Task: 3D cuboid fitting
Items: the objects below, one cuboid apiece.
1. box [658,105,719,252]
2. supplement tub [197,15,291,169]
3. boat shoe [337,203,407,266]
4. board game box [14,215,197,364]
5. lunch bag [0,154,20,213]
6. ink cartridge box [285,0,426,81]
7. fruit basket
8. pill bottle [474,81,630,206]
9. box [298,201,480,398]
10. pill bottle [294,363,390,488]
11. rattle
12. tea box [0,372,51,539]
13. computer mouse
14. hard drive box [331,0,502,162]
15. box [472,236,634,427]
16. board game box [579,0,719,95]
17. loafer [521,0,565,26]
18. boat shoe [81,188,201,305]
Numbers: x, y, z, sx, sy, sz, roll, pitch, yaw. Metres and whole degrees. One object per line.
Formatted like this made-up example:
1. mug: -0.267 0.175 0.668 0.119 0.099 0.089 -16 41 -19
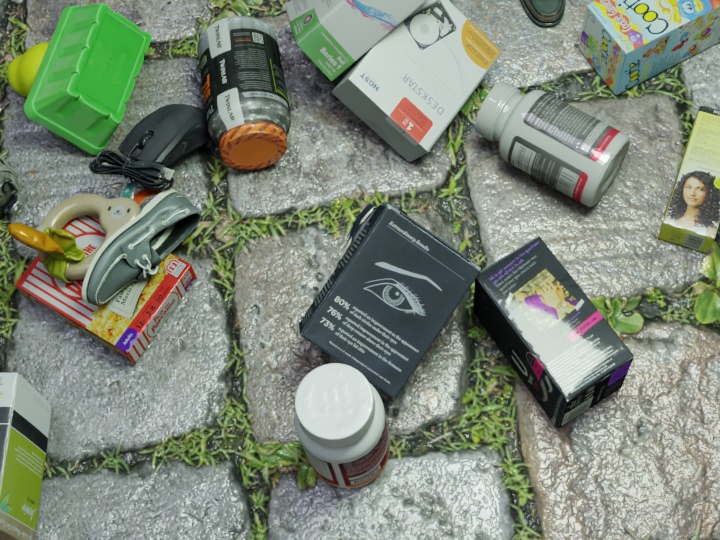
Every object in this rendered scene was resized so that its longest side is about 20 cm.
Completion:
1. box: 0.476 -0.128 1.496 0.075 0.050 0.201 17 67 12
2. supplement tub: -0.167 -0.256 1.569 0.122 0.123 0.201 -11 64 0
3. boat shoe: 0.000 0.000 1.473 0.074 0.093 0.201 30 94 -17
4. board game box: -0.352 0.016 1.500 0.199 0.046 0.152 27 70 16
5. lunch bag: -0.601 -0.147 1.546 0.167 0.140 0.200 -35 68 -11
6. ink cartridge box: -0.001 -0.383 1.518 0.200 0.084 0.145 -38 32 14
7. fruit basket: -0.429 -0.287 1.619 0.215 0.155 0.217 -32 42 35
8. pill bottle: 0.263 -0.182 1.505 0.199 0.111 0.111 32 71 17
9. box: 0.034 0.035 1.373 0.148 0.104 0.200 35 91 -6
10. pill bottle: -0.022 0.188 1.308 0.109 0.200 0.110 -2 65 4
11. rattle: -0.361 -0.087 1.452 0.199 0.143 0.130 -32 47 -4
12. tea box: -0.516 0.242 1.362 0.199 0.134 0.198 -1 64 5
13. computer mouse: -0.281 -0.190 1.541 0.138 0.053 0.200 15 39 23
14. hard drive box: 0.082 -0.284 1.552 0.156 0.077 0.200 40 72 -12
15. box: 0.240 0.079 1.379 0.106 0.122 0.200 -30 66 -10
16. board game box: 0.435 -0.363 1.577 0.199 0.105 0.103 -27 65 -9
17. loafer: 0.277 -0.473 1.664 0.071 0.063 0.201 -4 65 3
18. boat shoe: -0.292 -0.026 1.450 0.062 0.073 0.200 29 64 21
